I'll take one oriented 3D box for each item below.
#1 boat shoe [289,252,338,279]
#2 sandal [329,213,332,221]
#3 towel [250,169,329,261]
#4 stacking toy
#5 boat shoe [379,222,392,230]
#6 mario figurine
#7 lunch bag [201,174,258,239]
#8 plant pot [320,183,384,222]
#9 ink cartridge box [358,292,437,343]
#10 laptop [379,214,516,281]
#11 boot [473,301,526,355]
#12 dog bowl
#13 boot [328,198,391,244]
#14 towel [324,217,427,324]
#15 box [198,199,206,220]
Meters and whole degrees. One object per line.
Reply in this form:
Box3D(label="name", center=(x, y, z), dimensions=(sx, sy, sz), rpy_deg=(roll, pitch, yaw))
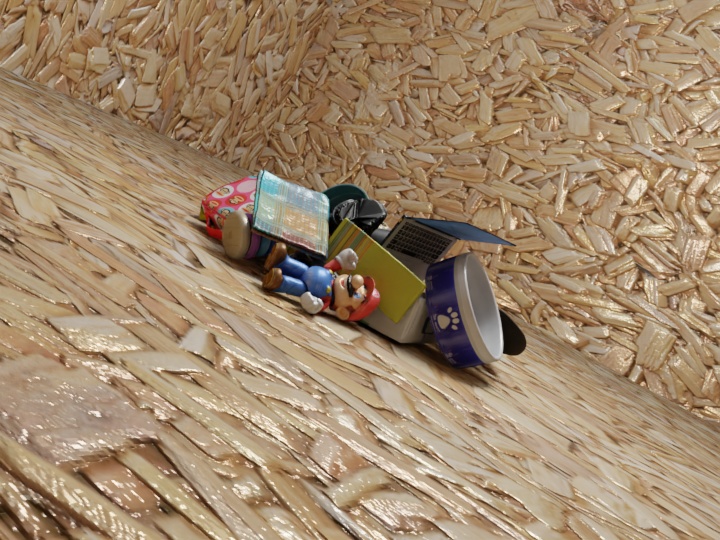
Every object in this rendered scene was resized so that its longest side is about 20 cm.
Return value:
Box3D(label="boat shoe", center=(-0.113, -0.014, 1.475), dimensions=(0.063, 0.073, 0.200), rpy_deg=(25, 10, -47))
Box3D(label="sandal", center=(-0.025, -0.049, 1.631), dimensions=(0.200, 0.075, 0.048), rpy_deg=(36, 46, -2))
Box3D(label="towel", center=(-0.121, -0.102, 1.412), dimensions=(0.146, 0.022, 0.201), rpy_deg=(21, 31, -16))
Box3D(label="stacking toy", center=(-0.143, -0.059, 1.423), dimensions=(0.199, 0.086, 0.085), rpy_deg=(1, 20, -36))
Box3D(label="boat shoe", center=(0.041, -0.077, 1.730), dimensions=(0.199, 0.060, 0.072), rpy_deg=(21, 8, -46))
Box3D(label="mario figurine", center=(-0.052, 0.014, 1.290), dimensions=(0.199, 0.124, 0.106), rpy_deg=(20, -5, -23))
Box3D(label="lunch bag", center=(-0.213, -0.105, 1.530), dimensions=(0.176, 0.082, 0.200), rpy_deg=(-29, 41, -27))
Box3D(label="plant pot", center=(-0.018, -0.072, 1.895), dimensions=(0.200, 0.201, 0.188), rpy_deg=(32, -7, 42))
Box3D(label="ink cartridge box", center=(0.066, 0.068, 1.457), dimensions=(0.145, 0.088, 0.200), rpy_deg=(25, 3, 24))
Box3D(label="laptop", center=(0.144, -0.026, 1.445), dimensions=(0.187, 0.200, 0.116), rpy_deg=(17, 28, -50))
Box3D(label="boot", center=(0.242, 0.093, 1.554), dimensions=(0.199, 0.074, 0.075), rpy_deg=(35, 12, 16))
Box3D(label="dog bowl", center=(0.188, 0.073, 1.428), dimensions=(0.078, 0.202, 0.200), rpy_deg=(-17, -12, 21))
Box3D(label="boot", center=(0.022, -0.072, 1.528), dimensions=(0.199, 0.077, 0.168), rpy_deg=(-1, -23, -21))
Box3D(label="towel", center=(0.018, -0.001, 1.371), dimensions=(0.200, 0.086, 0.018), rpy_deg=(41, 7, 25))
Box3D(label="box", center=(-0.229, -0.112, 1.684), dimensions=(0.199, 0.049, 0.117), rpy_deg=(12, 4, 7))
